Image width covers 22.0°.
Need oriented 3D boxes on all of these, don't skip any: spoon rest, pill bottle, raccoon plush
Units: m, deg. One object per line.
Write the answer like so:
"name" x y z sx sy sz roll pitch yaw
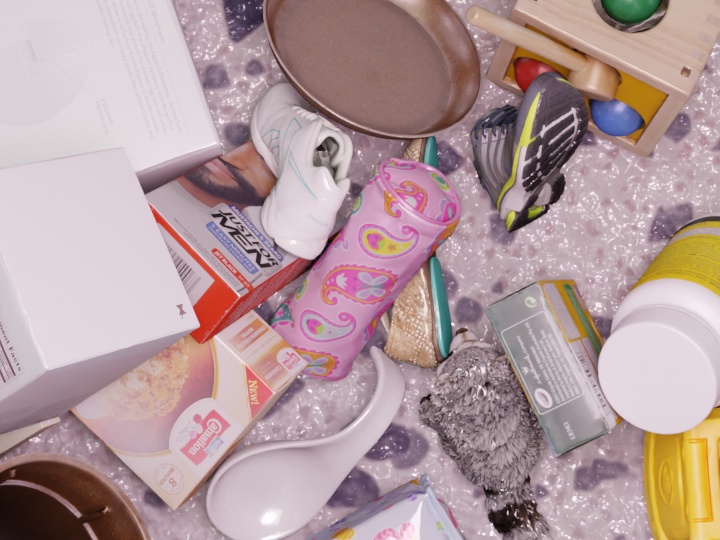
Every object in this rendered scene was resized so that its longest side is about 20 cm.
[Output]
"spoon rest" -0.042 0.151 1.519 0.200 0.061 0.099 -44 123 7
"pill bottle" 0.266 0.041 1.474 0.114 0.200 0.115 13 119 24
"raccoon plush" 0.123 0.141 1.502 0.097 0.134 0.200 -35 85 -4

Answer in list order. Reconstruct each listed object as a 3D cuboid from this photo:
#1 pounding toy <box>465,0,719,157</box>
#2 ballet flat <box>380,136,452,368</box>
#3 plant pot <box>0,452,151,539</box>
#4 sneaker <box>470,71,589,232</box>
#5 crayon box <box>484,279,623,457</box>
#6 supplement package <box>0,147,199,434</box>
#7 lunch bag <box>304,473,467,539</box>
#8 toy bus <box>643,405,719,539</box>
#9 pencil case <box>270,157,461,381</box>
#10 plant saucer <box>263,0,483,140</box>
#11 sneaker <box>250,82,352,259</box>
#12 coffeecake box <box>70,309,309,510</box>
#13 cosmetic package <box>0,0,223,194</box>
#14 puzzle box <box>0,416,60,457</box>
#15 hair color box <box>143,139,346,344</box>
"pounding toy" 0.183 -0.186 1.498 0.183 0.200 0.143 27 75 3
"ballet flat" 0.037 -0.018 1.558 0.065 0.070 0.201 -5 79 16
"plant pot" -0.292 0.258 1.436 0.200 0.198 0.202 19 63 -40
"sneaker" 0.127 -0.104 1.507 0.074 0.200 0.081 -36 72 -21
"crayon box" 0.163 0.074 1.488 0.051 0.200 0.126 -27 84 13
"supplement package" -0.257 0.026 1.383 0.200 0.151 0.151 -31 79 41
"lunch bag" 0.035 0.292 1.493 0.169 0.127 0.201 -28 92 0
"toy bus" 0.338 0.161 1.475 0.199 0.192 0.137 -3 82 -2
"pencil case" 0.000 0.000 1.502 0.087 0.087 0.200 39 123 4
"plant saucer" 0.007 -0.183 1.548 0.199 0.032 0.201 15 49 -18
"sneaker" -0.040 -0.097 1.514 0.070 0.201 0.080 23 123 -26
"coffeecake box" -0.167 0.068 1.508 0.200 0.073 0.154 43 118 4
"cosmetic package" -0.236 -0.153 1.541 0.199 0.123 0.200 -19 84 -2
"puzzle box" -0.340 0.064 1.531 0.133 0.025 0.201 -30 84 31
"hair color box" -0.104 -0.029 1.491 0.111 0.200 0.064 45 118 4
